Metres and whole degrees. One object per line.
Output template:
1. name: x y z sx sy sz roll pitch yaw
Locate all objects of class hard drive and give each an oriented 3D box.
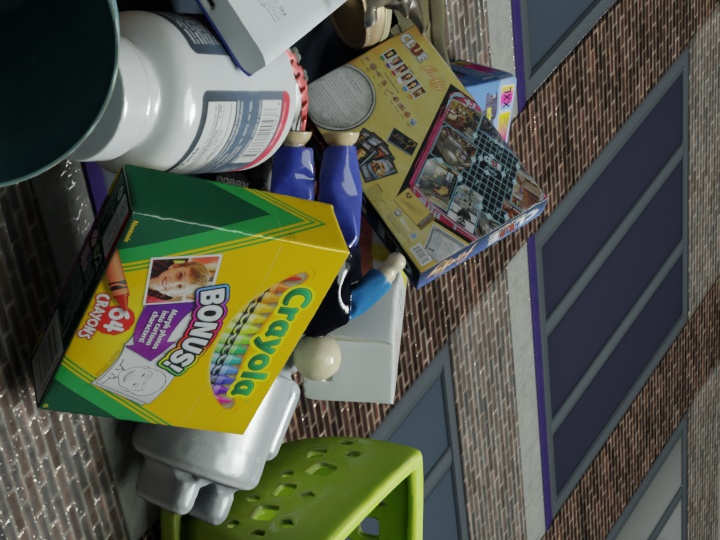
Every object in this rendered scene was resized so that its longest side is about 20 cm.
1. hard drive: -0.076 -0.239 1.337 0.133 0.025 0.200 57 31 -10

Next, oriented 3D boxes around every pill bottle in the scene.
1. pill bottle: -0.146 -0.129 1.285 0.199 0.119 0.121 -9 112 -59

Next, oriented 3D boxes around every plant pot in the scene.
1. plant pot: -0.066 0.260 1.561 0.200 0.180 0.201 -37 135 -49
2. plant pot: -0.240 -0.169 1.057 0.135 0.197 0.202 -95 180 -56

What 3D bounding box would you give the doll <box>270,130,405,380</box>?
1. doll: -0.030 -0.011 1.417 0.048 0.135 0.203 -156 -113 -78

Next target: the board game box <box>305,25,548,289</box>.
1. board game box: 0.048 -0.100 1.499 0.135 0.201 0.035 -29 161 -16

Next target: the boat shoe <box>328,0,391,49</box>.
1. boat shoe: -0.029 -0.268 1.482 0.065 0.071 0.202 -44 130 -35

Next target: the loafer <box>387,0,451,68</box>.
1. loafer: 0.046 -0.185 1.600 0.076 0.067 0.202 105 -18 -67

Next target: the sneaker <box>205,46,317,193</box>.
1. sneaker: -0.087 -0.112 1.449 0.098 0.070 0.202 -50 145 -41

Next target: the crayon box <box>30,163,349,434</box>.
1. crayon box: -0.128 0.027 1.294 0.171 0.059 0.201 11 129 -28

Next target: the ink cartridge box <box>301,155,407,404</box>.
1. ink cartridge box: 0.000 0.000 1.552 0.146 0.082 0.202 87 9 -64

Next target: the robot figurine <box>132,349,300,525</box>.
1. robot figurine: -0.118 0.105 1.461 0.169 0.112 0.202 24 83 -48

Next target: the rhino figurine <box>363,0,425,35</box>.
1. rhino figurine: -0.011 -0.263 1.366 0.201 0.060 0.087 54 27 -7

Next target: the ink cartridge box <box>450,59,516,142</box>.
1. ink cartridge box: 0.070 -0.124 1.722 0.199 0.076 0.138 -19 120 -55
